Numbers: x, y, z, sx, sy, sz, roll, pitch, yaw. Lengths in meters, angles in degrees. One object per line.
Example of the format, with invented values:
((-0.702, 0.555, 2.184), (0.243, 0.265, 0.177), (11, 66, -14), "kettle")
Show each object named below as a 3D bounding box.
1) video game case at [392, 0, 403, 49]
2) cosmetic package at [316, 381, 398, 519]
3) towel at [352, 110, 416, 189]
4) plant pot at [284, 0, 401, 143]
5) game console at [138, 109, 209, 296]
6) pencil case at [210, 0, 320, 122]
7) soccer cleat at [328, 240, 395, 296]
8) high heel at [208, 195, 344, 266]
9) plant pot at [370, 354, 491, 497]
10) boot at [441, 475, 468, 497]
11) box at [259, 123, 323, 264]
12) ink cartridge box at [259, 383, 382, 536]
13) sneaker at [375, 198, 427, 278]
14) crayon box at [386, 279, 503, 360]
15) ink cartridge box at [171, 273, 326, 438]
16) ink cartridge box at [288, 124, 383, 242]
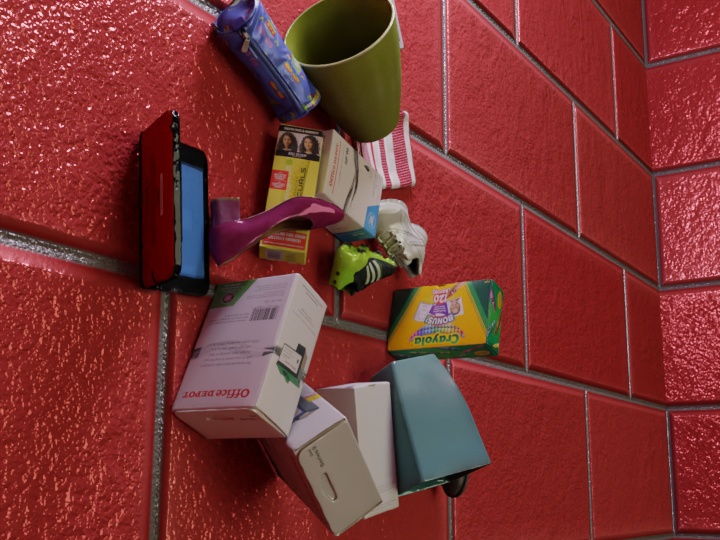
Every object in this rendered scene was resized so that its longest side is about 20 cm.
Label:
((0.011, -0.496, 1.748), (0.181, 0.023, 0.204), (-29, 109, -57), "video game case")
((-0.004, 0.281, 1.512), (0.112, 0.080, 0.205), (6, 78, -58), "cosmetic package")
((0.046, -0.222, 1.749), (0.199, 0.022, 0.147), (-11, 94, -58), "towel")
((-0.006, -0.313, 1.560), (0.202, 0.183, 0.189), (65, 34, -45), "plant pot")
((-0.217, -0.079, 1.214), (0.117, 0.171, 0.205), (2, 80, -30), "game console")
((-0.136, -0.309, 1.417), (0.201, 0.077, 0.088), (53, 14, -38), "pencil case")
((0.000, 0.000, 1.600), (0.082, 0.067, 0.199), (-66, 158, 7), "soccer cleat")
((-0.114, -0.048, 1.334), (0.196, 0.068, 0.098), (-2, 68, -14), "high heel")
((0.096, 0.254, 1.592), (0.139, 0.141, 0.204), (-8, 71, -30), "plant pot")
((0.116, 0.322, 1.724), (0.173, 0.068, 0.205), (-3, 83, -53), "boot")
((-0.103, -0.114, 1.429), (0.050, 0.074, 0.204), (104, -5, -69), "box")
((-0.069, 0.241, 1.293), (0.087, 0.199, 0.147), (-31, 115, -16), "ink cartridge box")
((0.065, -0.058, 1.685), (0.199, 0.073, 0.089), (37, 42, -48), "sneaker")
((0.149, 0.090, 1.683), (0.058, 0.197, 0.121), (39, 52, -48), "crayon box")
((-0.144, 0.115, 1.259), (0.085, 0.144, 0.203), (49, 46, -41), "ink cartridge box")
((-0.045, -0.143, 1.542), (0.199, 0.067, 0.118), (37, 53, -48), "ink cartridge box")
